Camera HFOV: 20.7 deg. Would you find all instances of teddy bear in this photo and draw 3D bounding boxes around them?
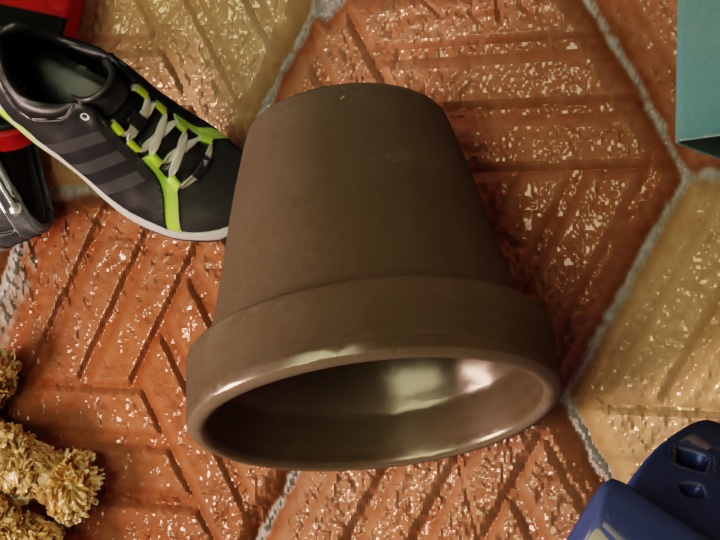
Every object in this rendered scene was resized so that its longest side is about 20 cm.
[{"bbox_3d":[-0.255,0.125,1.280,0.200,0.067,0.145,48,111,20],"label":"teddy bear"}]

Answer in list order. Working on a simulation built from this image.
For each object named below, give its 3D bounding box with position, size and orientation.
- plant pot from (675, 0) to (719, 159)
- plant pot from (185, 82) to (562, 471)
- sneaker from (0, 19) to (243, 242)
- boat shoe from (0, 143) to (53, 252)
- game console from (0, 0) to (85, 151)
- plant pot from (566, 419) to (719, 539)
[{"bbox_3d":[0.236,-0.158,0.941,0.141,0.141,0.200,-6,81,31],"label":"plant pot"},{"bbox_3d":[0.000,0.000,1.072,0.200,0.200,0.175,-21,63,30],"label":"plant pot"},{"bbox_3d":[-0.144,-0.083,1.157,0.200,0.083,0.072,28,74,-1],"label":"sneaker"},{"bbox_3d":[-0.243,-0.113,1.261,0.068,0.072,0.200,-18,83,29],"label":"boat shoe"},{"bbox_3d":[-0.273,-0.173,1.231,0.200,0.031,0.177,12,74,2],"label":"game console"},{"bbox_3d":[0.170,0.210,0.964,0.200,0.180,0.200,35,108,24],"label":"plant pot"}]
